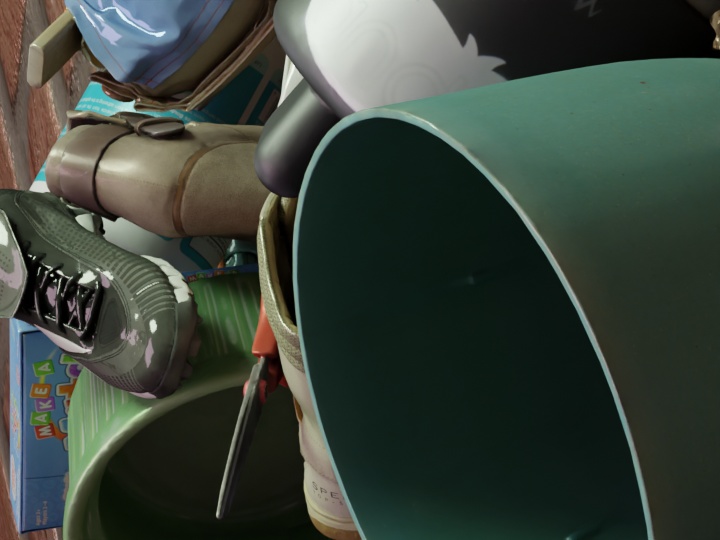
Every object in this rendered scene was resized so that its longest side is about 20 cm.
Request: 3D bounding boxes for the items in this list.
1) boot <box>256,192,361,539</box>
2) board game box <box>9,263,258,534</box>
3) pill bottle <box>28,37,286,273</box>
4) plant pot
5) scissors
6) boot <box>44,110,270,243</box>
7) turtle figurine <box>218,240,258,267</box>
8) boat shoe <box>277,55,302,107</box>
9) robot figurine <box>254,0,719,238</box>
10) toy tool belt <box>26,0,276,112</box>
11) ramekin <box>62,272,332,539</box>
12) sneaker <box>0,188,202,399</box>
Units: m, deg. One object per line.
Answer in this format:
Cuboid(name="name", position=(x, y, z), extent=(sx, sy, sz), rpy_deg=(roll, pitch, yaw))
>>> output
Cuboid(name="boot", position=(0.000, 0.000, 1.267), extent=(0.155, 0.072, 0.201), rpy_deg=(77, -163, -47))
Cuboid(name="board game box", position=(-0.087, 0.065, 1.495), extent=(0.037, 0.199, 0.152), rpy_deg=(-113, 22, -45))
Cuboid(name="pill bottle", position=(-0.112, -0.053, 1.523), extent=(0.201, 0.110, 0.111), rpy_deg=(-61, 11, -11))
Cuboid(name="plant pot", position=(0.097, 0.026, 0.865), extent=(0.201, 0.160, 0.201), rpy_deg=(43, 142, 45))
Cuboid(name="scissors", position=(-0.046, 0.041, 1.240), extent=(0.200, 0.014, 0.074), rpy_deg=(-60, -30, -69))
Cuboid(name="boot", position=(-0.080, -0.051, 1.420), extent=(0.200, 0.145, 0.071), rpy_deg=(-46, -33, -86))
Cuboid(name="turtle figurine", position=(-0.086, -0.005, 1.644), extent=(0.200, 0.100, 0.150), rpy_deg=(78, -171, -54))
Cuboid(name="boat shoe", position=(-0.025, -0.149, 1.317), extent=(0.075, 0.086, 0.203), rpy_deg=(107, 165, -60))
Cuboid(name="robot figurine", position=(0.051, -0.091, 0.963), extent=(0.150, 0.200, 0.125), rpy_deg=(34, -167, -45))
Cuboid(name="toy tool belt", position=(-0.087, -0.173, 1.395), extent=(0.125, 0.123, 0.200), rpy_deg=(44, 117, 26))
Cuboid(name="ramekin", position=(-0.057, 0.097, 1.431), extent=(0.098, 0.199, 0.201), rpy_deg=(-107, 17, -50))
Cuboid(name="sneaker", position=(-0.148, 0.008, 1.350), extent=(0.200, 0.090, 0.067), rpy_deg=(38, 114, 54))
